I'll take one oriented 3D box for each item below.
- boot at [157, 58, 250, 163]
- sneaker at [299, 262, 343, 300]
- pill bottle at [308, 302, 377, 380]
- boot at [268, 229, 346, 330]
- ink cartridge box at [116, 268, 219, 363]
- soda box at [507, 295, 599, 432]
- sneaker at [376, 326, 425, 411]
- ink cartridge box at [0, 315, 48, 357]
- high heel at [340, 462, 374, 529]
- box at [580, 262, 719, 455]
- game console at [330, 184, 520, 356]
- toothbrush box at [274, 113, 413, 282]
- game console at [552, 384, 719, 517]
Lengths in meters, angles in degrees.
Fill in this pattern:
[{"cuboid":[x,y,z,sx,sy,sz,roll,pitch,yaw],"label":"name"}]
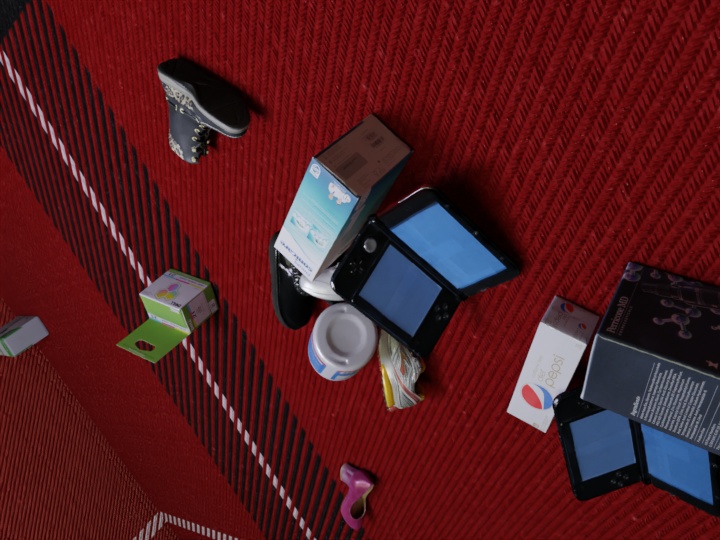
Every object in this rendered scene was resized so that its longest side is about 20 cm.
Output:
[{"cuboid":[-0.261,-0.243,1.022,0.202,0.073,0.156,38,142,20],"label":"boot"},{"cuboid":[0.000,0.000,0.952,0.194,0.071,0.083,-2,111,-1],"label":"sneaker"},{"cuboid":[-0.037,0.132,1.067,0.112,0.112,0.200,42,162,4],"label":"pill bottle"},{"cuboid":[-0.083,0.037,1.085,0.155,0.079,0.216,18,132,30],"label":"boot"},{"cuboid":[-0.438,0.097,1.353,0.145,0.200,0.077,14,132,31],"label":"ink cartridge box"},{"cuboid":[0.272,0.139,0.868,0.067,0.064,0.204,26,136,22],"label":"soda box"},{"cuboid":[0.070,0.145,1.056,0.080,0.078,0.205,-9,112,4],"label":"sneaker"},{"cuboid":[-1.279,0.242,2.256,0.196,0.147,0.085,-4,119,42],"label":"ink cartridge box"},{"cuboid":[0.004,0.555,1.442,0.095,0.066,0.206,19,121,43],"label":"high heel"},{"cuboid":[0.373,0.099,0.681,0.196,0.148,0.109,19,133,28],"label":"box"},{"cuboid":[0.089,0.011,0.832,0.199,0.175,0.118,38,170,-23],"label":"game console"},{"cuboid":[-0.028,-0.101,0.873,0.085,0.146,0.201,40,141,6],"label":"toothbrush box"},{"cuboid":[0.373,0.252,0.820,0.168,0.119,0.204,-20,115,2],"label":"game console"}]
